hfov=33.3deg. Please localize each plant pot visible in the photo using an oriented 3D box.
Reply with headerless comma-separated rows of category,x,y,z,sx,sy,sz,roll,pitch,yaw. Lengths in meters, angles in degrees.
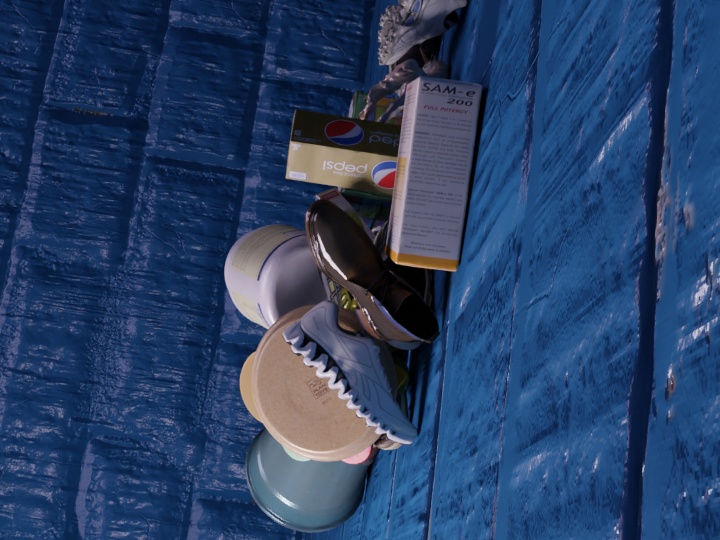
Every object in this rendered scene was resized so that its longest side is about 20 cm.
plant pot,-0.061,0.267,1.842,0.197,0.199,0.201,116,164,-51

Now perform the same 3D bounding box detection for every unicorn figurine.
unicorn figurine,0.065,-0.233,1.596,0.138,0.074,0.200,-51,-1,3

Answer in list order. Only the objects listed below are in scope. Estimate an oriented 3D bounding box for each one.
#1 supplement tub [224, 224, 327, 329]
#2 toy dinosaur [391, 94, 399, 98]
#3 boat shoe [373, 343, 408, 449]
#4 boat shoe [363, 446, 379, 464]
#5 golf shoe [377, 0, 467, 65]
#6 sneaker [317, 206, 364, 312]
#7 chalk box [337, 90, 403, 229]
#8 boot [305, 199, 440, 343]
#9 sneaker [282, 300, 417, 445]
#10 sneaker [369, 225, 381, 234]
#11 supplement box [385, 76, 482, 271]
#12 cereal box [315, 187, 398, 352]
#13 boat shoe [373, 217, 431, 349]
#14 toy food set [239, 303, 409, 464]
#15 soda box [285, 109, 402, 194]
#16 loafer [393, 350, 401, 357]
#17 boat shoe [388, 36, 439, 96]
supplement tub,-0.100,0.014,1.661,0.200,0.144,0.146,20,102,64
toy dinosaur,0.076,-0.213,1.882,0.201,0.060,0.107,-78,-24,-45
boat shoe,0.034,0.151,1.560,0.071,0.076,0.201,-33,46,21
boat shoe,0.002,0.197,1.738,0.201,0.071,0.066,-95,15,-58
golf shoe,0.079,-0.324,1.606,0.200,0.096,0.079,137,137,-70
sneaker,-0.007,0.018,1.521,0.076,0.075,0.202,22,121,50
chalk box,0.033,-0.135,1.735,0.124,0.123,0.202,117,161,-73
boot,0.018,0.003,1.338,0.097,0.201,0.075,12,53,51
sneaker,0.001,0.121,1.411,0.081,0.200,0.075,-44,-1,-4
sneaker,0.023,-0.036,1.915,0.200,0.083,0.077,-90,11,-66
supplement box,0.079,-0.107,1.333,0.126,0.073,0.202,-122,39,-83
cereal box,0.000,0.000,1.664,0.200,0.039,0.145,53,155,35
boat shoe,0.055,0.003,1.500,0.061,0.071,0.203,104,167,-46
toy food set,-0.045,0.142,1.489,0.200,0.198,0.049,-50,-12,13
soda box,0.009,-0.145,1.516,0.068,0.198,0.064,-85,5,-46
loafer,0.018,0.133,1.698,0.200,0.073,0.072,-66,0,-66
boat shoe,0.085,-0.361,1.817,0.066,0.071,0.203,93,-172,-77
